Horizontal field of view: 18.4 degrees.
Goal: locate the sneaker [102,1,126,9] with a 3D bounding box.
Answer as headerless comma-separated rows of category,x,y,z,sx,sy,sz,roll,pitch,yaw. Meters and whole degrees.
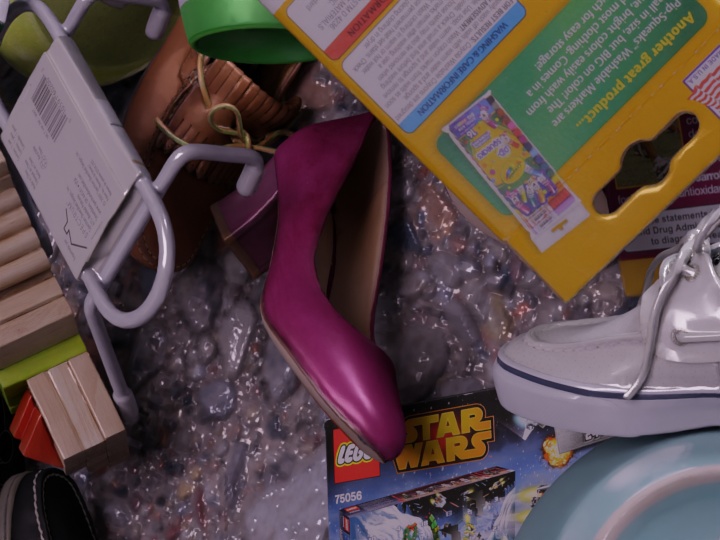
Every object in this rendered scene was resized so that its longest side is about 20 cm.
sneaker,-0.075,-0.207,1.119,0.199,0.070,0.094,-34,56,32

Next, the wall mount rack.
wall mount rack,-0.125,-0.031,1.068,0.174,0.074,0.200,-56,49,31

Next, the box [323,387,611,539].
box,0.077,0.120,0.990,0.199,0.040,0.138,-12,72,31

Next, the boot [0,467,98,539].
boot,-0.090,0.168,1.074,0.153,0.073,0.204,-28,64,21

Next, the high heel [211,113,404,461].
high heel,0.000,0.000,1.028,0.096,0.067,0.200,-34,47,3

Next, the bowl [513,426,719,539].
bowl,0.142,0.141,0.859,0.200,0.105,0.202,-3,74,10

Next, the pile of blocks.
pile of blocks,-0.181,0.017,1.103,0.062,0.082,0.201,-24,97,-12

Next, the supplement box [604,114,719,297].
supplement box,0.167,-0.099,0.911,0.130,0.103,0.201,-5,99,33

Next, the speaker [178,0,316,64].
speaker,-0.042,-0.200,1.011,0.088,0.088,0.201,-5,81,33

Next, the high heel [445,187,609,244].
high heel,0.057,-0.077,1.064,0.200,0.096,0.067,45,109,12

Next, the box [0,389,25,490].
box,-0.268,0.086,1.105,0.124,0.200,0.149,-2,90,21

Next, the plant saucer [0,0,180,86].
plant saucer,-0.130,-0.192,1.222,0.199,0.031,0.201,-9,73,32

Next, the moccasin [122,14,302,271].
moccasin,-0.061,-0.091,1.127,0.078,0.074,0.202,25,84,44

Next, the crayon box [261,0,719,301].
crayon box,0.054,-0.104,0.852,0.200,0.052,0.126,45,111,0

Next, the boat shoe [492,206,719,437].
boat shoe,0.141,0.013,0.849,0.201,0.075,0.087,-1,109,29

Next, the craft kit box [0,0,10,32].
craft kit box,-0.218,-0.161,1.164,0.200,0.048,0.198,135,144,-52
